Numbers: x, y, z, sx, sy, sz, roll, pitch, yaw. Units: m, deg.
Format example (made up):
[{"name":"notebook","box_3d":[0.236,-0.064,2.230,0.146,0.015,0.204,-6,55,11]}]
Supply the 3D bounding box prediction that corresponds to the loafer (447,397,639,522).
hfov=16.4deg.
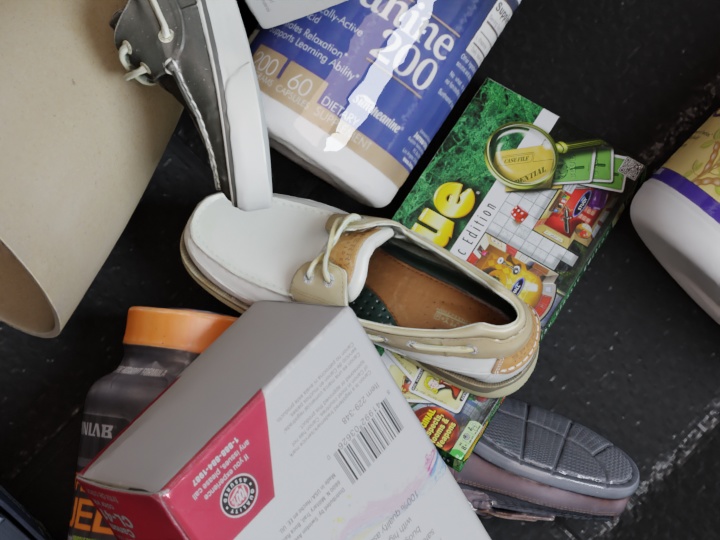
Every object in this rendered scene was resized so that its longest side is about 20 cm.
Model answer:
[{"name":"loafer","box_3d":[0.050,0.101,1.361,0.199,0.072,0.063,18,117,5]}]

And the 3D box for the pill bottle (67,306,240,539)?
[{"name":"pill bottle","box_3d":[-0.101,0.120,1.334,0.106,0.106,0.201,7,86,1]}]

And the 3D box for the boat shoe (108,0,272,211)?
[{"name":"boat shoe","box_3d":[-0.092,-0.119,1.252,0.063,0.071,0.201,-15,75,-4]}]

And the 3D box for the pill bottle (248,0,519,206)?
[{"name":"pill bottle","box_3d":[0.020,-0.144,1.338,0.111,0.111,0.200,33,88,2]}]

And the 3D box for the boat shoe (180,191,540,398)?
[{"name":"boat shoe","box_3d":[0.000,0.000,1.297,0.199,0.068,0.075,19,68,9]}]

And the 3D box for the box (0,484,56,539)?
[{"name":"box","box_3d":[-0.273,0.172,1.316,0.200,0.051,0.158,-40,132,-2]}]

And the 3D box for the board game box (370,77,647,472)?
[{"name":"board game box","box_3d":[0.061,-0.001,1.346,0.105,0.023,0.200,28,70,14]}]

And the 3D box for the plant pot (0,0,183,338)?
[{"name":"plant pot","box_3d":[-0.170,-0.101,1.325,0.187,0.187,0.200,37,72,3]}]

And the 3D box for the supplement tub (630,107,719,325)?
[{"name":"supplement tub","box_3d":[0.258,-0.053,1.321,0.145,0.145,0.200,45,88,3]}]

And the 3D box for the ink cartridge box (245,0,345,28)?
[{"name":"ink cartridge box","box_3d":[0.022,-0.213,1.252,0.199,0.067,0.116,-20,61,7]}]

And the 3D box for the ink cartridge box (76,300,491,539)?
[{"name":"ink cartridge box","box_3d":[-0.028,0.136,1.271,0.148,0.086,0.200,-44,119,-29]}]
